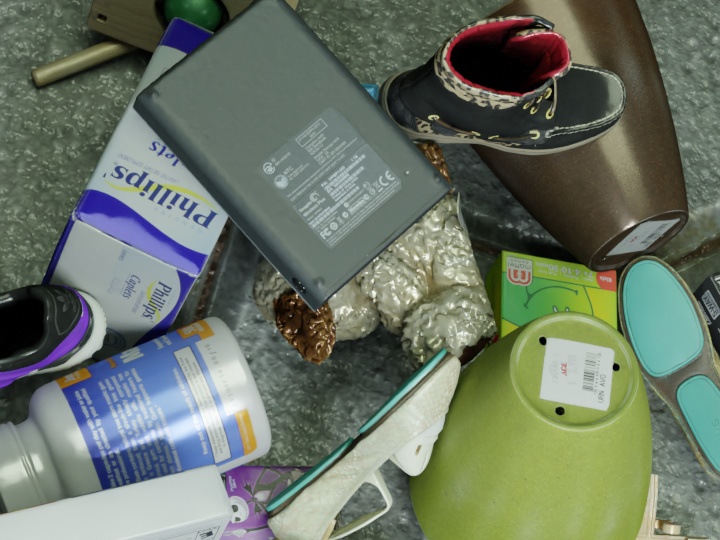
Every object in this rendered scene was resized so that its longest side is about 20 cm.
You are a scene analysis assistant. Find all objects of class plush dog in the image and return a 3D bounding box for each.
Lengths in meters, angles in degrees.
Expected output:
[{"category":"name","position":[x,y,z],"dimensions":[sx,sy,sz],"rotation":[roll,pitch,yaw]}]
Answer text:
[{"category":"plush dog","position":[0.000,0.000,1.723],"dimensions":[0.170,0.200,0.162],"rotation":[-16,103,-1]}]

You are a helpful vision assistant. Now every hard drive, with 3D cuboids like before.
[{"category":"hard drive","position":[-0.048,-0.090,1.623],"dimensions":[0.139,0.033,0.200],"rotation":[-41,87,-22]}]

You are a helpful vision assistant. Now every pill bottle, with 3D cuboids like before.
[{"category":"pill bottle","position":[-0.175,0.120,1.638],"dimensions":[0.199,0.112,0.113],"rotation":[-22,70,-13]}]

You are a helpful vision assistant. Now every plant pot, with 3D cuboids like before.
[{"category":"plant pot","position":[0.184,-0.108,1.837],"dimensions":[0.186,0.187,0.201],"rotation":[-18,69,-25]},{"category":"plant pot","position":[0.139,0.115,1.639],"dimensions":[0.185,0.200,0.189],"rotation":[3,61,-5]}]

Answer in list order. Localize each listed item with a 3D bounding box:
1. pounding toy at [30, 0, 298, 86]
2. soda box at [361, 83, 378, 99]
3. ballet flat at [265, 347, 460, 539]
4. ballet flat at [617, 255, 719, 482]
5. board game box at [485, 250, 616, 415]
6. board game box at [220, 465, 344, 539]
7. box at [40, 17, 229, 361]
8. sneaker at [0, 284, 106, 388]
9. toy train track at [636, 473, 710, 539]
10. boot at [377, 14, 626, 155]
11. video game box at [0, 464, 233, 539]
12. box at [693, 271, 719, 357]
[{"category":"pounding toy","position":[-0.148,-0.234,1.850],"dimensions":[0.183,0.143,0.201],"rotation":[20,48,-7]},{"category":"soda box","position":[-0.020,-0.115,1.764],"dimensions":[0.067,0.200,0.065],"rotation":[1,96,1]},{"category":"ballet flat","position":[0.015,0.138,1.643],"dimensions":[0.062,0.200,0.067],"rotation":[47,21,1]},{"category":"ballet flat","position":[0.268,0.085,1.832],"dimensions":[0.070,0.071,0.201],"rotation":[-20,74,-25]},{"category":"board game box","position":[0.153,0.090,1.804],"dimensions":[0.101,0.048,0.202],"rotation":[10,60,-13]},{"category":"board game box","position":[-0.067,0.242,1.667],"dimensions":[0.119,0.032,0.202],"rotation":[0,63,-13]},{"category":"box","position":[-0.155,-0.054,1.704],"dimensions":[0.104,0.184,0.201],"rotation":[26,58,-5]},{"category":"sneaker","position":[-0.288,0.062,1.611],"dimensions":[0.199,0.099,0.070],"rotation":[-29,74,7]},{"category":"toy train track","position":[0.177,0.213,1.726],"dimensions":[0.198,0.033,0.116],"rotation":[5,91,-11]},{"category":"boot","position":[0.125,-0.140,1.679],"dimensions":[0.198,0.151,0.074],"rotation":[2,79,-14]},{"category":"video game box","position":[-0.201,0.208,1.550],"dimensions":[0.198,0.183,0.047],"rotation":[-11,63,-23]},{"category":"box","position":[0.401,0.051,1.902],"dimensions":[0.199,0.050,0.159],"rotation":[-19,70,-25]}]
